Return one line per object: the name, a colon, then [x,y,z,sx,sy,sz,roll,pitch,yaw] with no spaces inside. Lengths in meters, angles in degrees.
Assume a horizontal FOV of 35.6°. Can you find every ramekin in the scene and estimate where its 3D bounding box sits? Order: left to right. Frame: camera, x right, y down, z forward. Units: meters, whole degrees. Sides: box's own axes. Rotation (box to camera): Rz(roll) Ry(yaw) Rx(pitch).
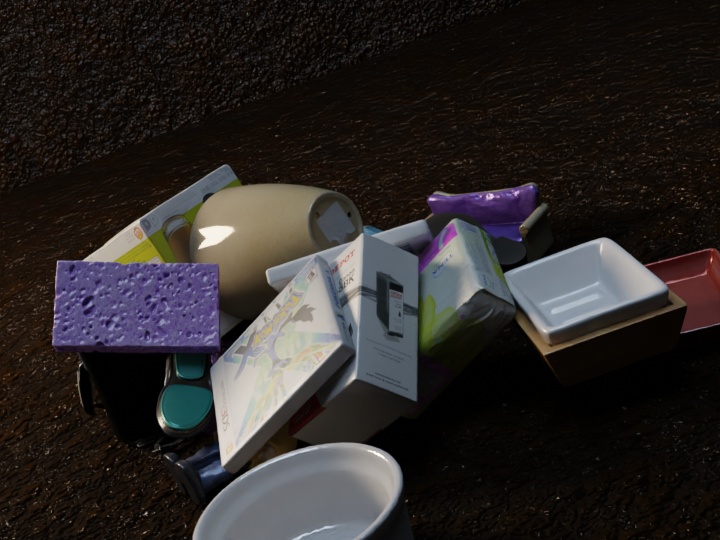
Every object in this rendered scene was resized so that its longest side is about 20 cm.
ramekin: [-0.044,0.253,1.029,0.200,0.098,0.201,-16,21,6]

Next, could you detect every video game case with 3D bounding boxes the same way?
video game case: [-0.093,0.100,1.246,0.200,0.022,0.183,-46,30,16]
video game case: [0.000,0.000,1.390,0.199,0.024,0.182,-17,-16,7]

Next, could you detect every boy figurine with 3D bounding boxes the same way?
boy figurine: [-0.122,0.194,1.297,0.200,0.065,0.124,-31,21,-22]

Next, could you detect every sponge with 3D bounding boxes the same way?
sponge: [-0.271,0.045,1.370,0.199,0.112,0.030,1,-23,-7]

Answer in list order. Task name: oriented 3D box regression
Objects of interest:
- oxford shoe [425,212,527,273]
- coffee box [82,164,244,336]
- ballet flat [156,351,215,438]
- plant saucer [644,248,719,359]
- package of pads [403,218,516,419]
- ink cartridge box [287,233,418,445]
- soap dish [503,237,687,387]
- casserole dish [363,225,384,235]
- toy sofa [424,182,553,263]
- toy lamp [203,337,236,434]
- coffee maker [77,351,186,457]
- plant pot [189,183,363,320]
oxford shoe: [0.156,-0.023,1.564,0.071,0.071,0.200,-31,39,-20]
coffee box: [-0.250,0.001,1.630,0.200,0.198,0.200,-28,9,45]
ballet flat: [-0.209,0.154,1.348,0.073,0.073,0.200,-17,31,5]
plant saucer: [0.341,0.049,1.309,0.199,0.037,0.200,-16,21,10]
package of pads: [0.083,0.057,1.291,0.200,0.068,0.155,-49,28,23]
ink cartridge box: [-0.007,0.082,1.256,0.147,0.083,0.201,-43,33,42]
soap dish: [0.248,0.044,1.232,0.157,0.081,0.200,-19,20,-3]
casserole dish: [0.066,-0.015,1.538,0.199,0.039,0.121,23,6,3]
toy sofa: [0.174,-0.062,1.646,0.199,0.098,0.083,-2,25,35]
toy lamp: [-0.185,0.152,1.468,0.058,0.058,0.200,-16,18,7]
coffee maker: [-0.292,0.111,1.454,0.135,0.201,0.192,-33,25,-33]
plant pot: [-0.095,-0.040,1.484,0.200,0.188,0.187,-14,17,48]
